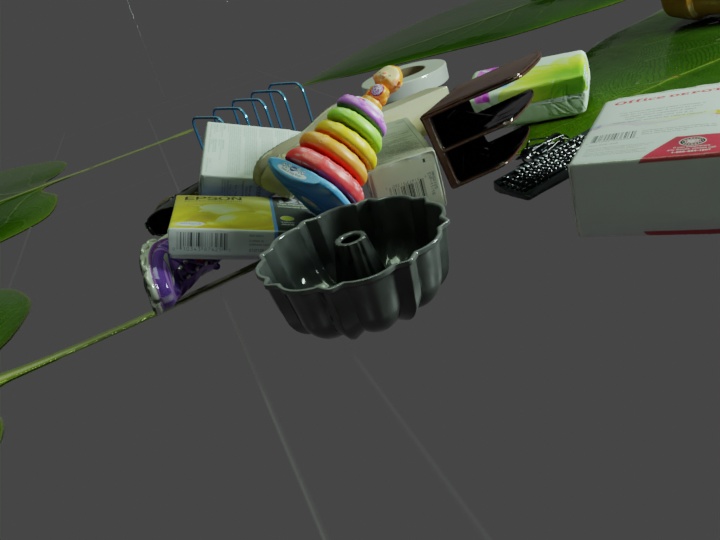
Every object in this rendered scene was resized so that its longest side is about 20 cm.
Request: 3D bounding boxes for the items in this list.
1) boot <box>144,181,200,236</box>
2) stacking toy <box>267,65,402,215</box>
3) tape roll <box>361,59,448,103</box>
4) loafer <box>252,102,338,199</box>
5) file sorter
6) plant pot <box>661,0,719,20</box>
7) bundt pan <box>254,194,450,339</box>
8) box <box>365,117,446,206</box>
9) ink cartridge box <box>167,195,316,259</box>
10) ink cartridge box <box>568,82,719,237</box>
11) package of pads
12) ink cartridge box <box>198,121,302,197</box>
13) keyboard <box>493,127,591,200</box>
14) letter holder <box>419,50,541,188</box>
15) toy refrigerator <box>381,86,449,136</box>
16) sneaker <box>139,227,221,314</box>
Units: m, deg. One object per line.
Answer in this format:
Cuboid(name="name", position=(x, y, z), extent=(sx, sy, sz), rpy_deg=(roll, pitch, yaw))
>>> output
Cuboid(name="boot", position=(-0.225, -0.106, 1.034), extent=(0.199, 0.078, 0.138), rpy_deg=(-33, 12, -1))
Cuboid(name="stacking toy", position=(-0.008, -0.163, 0.820), extent=(0.115, 0.110, 0.201), rpy_deg=(28, 81, 34))
Cuboid(name="tape roll", position=(0.099, -0.426, 1.547), extent=(0.200, 0.037, 0.203), rpy_deg=(-14, 25, 7))
Cuboid(name="loafer", position=(-0.055, -0.162, 0.945), extent=(0.199, 0.068, 0.076), rpy_deg=(-39, -11, -18))
Cuboid(name="file sorter", position=(-0.201, -0.272, 1.327), extent=(0.199, 0.124, 0.138), rpy_deg=(-33, 29, -30))
Cuboid(name="plant pot", position=(0.691, -0.557, 1.266), extent=(0.199, 0.202, 0.182), rpy_deg=(-32, 44, -28))
Cuboid(name="bundt pan", position=(0.000, 0.000, 0.690), extent=(0.199, 0.077, 0.203), rpy_deg=(-15, 25, 7))
Cuboid(name="box", position=(0.048, -0.143, 0.949), extent=(0.094, 0.079, 0.201), rpy_deg=(-17, 25, 2))
Cuboid(name="ink cartridge box", position=(-0.142, -0.067, 0.891), extent=(0.194, 0.048, 0.200), rpy_deg=(-1, 24, -12))
Cuboid(name="ink cartridge box", position=(0.313, -0.117, 0.712), extent=(0.146, 0.087, 0.200), rpy_deg=(-1, 28, 33))
Cuboid(name="package of pads", position=(0.271, -0.292, 1.121), extent=(0.197, 0.069, 0.155), rpy_deg=(-5, 29, 23))
Cuboid(name="ink cartridge box", position=(-0.135, -0.157, 1.022), extent=(0.197, 0.048, 0.161), rpy_deg=(4, 37, -12))
Cuboid(name="keyboard", position=(0.250, -0.153, 0.884), extent=(0.198, 0.040, 0.104), rpy_deg=(-28, 28, -24))
Cuboid(name="letter holder", position=(0.185, -0.208, 0.910), extent=(0.141, 0.102, 0.200), rpy_deg=(-20, 16, 29))
Cuboid(name="toy refrigerator", position=(0.057, -0.244, 1.166), extent=(0.198, 0.071, 0.076), rpy_deg=(-26, 19, -18))
Cuboid(name="sneaker", position=(-0.219, -0.017, 0.873), extent=(0.082, 0.082, 0.201), rpy_deg=(-6, 26, 9))
